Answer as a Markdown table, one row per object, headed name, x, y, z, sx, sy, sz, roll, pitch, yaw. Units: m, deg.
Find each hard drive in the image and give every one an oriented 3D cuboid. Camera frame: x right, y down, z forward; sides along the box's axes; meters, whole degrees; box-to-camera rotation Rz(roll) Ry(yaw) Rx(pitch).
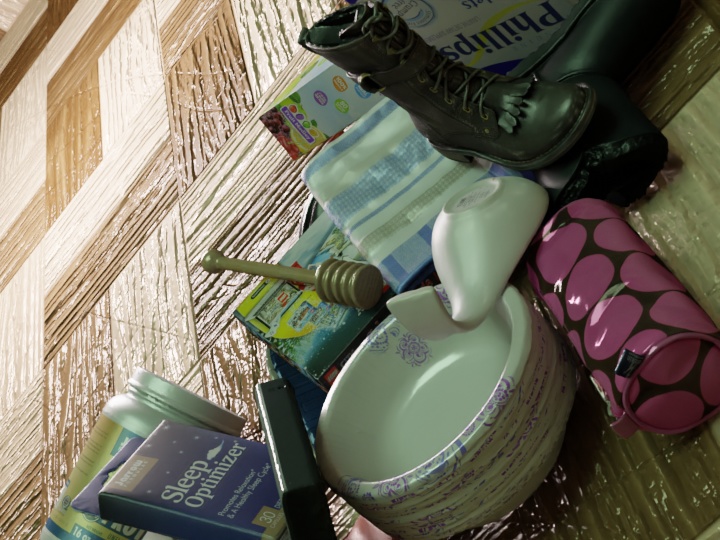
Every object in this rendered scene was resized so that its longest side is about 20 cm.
| name | x | y | z | sx | sy | sz | roll | pitch | yaw |
| --- | --- | --- | --- | --- | --- | --- | --- | --- | --- |
| hard drive | -0.040 | 0.179 | 1.061 | 0.033 | 0.140 | 0.200 | -14 | 18 | -5 |

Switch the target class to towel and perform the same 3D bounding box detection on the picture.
| name | x | y | z | sx | sy | sz | roll | pitch | yaw |
| --- | --- | --- | --- | --- | --- | --- | --- | --- | --- |
| towel | 0.041 | -0.078 | 1.216 | 0.147 | 0.024 | 0.200 | -40 | 43 | 1 |

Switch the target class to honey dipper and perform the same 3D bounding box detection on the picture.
| name | x | y | z | sx | sy | sz | roll | pitch | yaw |
| --- | --- | --- | --- | --- | --- | --- | --- | --- | --- |
| honey dipper | -0.066 | 0.000 | 1.216 | 0.200 | 0.038 | 0.038 | 11 | 72 | 42 |

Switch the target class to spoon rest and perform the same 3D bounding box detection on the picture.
| name | x | y | z | sx | sy | sz | roll | pitch | yaw |
| --- | --- | --- | --- | --- | --- | --- | --- | --- | --- |
| spoon rest | 0.081 | -0.009 | 1.058 | 0.099 | 0.061 | 0.200 | -17 | 22 | 33 |

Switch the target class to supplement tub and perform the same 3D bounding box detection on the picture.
| name | x | y | z | sx | sy | sz | roll | pitch | yaw |
| --- | --- | --- | --- | --- | --- | --- | --- | --- | --- |
| supplement tub | -0.210 | 0.210 | 1.409 | 0.145 | 0.144 | 0.200 | 15 | 78 | 61 |

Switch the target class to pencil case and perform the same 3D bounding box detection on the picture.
| name | x | y | z | sx | sy | sz | roll | pitch | yaw |
| --- | --- | --- | --- | --- | --- | --- | --- | --- | --- |
| pencil case | 0.181 | 0.030 | 1.005 | 0.094 | 0.091 | 0.200 | -48 | 28 | 15 |

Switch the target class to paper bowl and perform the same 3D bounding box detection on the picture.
| name | x | y | z | sx | sy | sz | roll | pitch | yaw |
| --- | --- | --- | --- | --- | --- | --- | --- | --- | --- |
| paper bowl | 0.071 | 0.110 | 1.067 | 0.200 | 0.104 | 0.201 | -33 | 32 | 24 |

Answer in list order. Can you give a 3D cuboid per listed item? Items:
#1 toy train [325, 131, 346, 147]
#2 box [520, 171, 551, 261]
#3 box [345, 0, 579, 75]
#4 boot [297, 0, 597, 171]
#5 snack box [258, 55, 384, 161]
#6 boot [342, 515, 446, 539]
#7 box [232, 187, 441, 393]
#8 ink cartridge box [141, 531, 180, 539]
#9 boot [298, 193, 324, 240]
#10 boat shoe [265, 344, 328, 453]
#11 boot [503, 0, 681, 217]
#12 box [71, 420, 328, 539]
| name | x | y | z | sx | sy | sz | roll | pitch | yaw |
| --- | --- | --- | --- | --- | --- | --- | --- | --- | --- |
| toy train | 0.053 | -0.096 | 1.344 | 0.116 | 0.085 | 0.200 | -42 | 31 | 4 |
| box | 0.128 | -0.092 | 1.259 | 0.121 | 0.032 | 0.200 | -26 | 42 | 46 |
| box | 0.110 | -0.268 | 1.269 | 0.184 | 0.200 | 0.105 | -16 | 52 | 52 |
| boot | 0.061 | -0.147 | 1.093 | 0.200 | 0.174 | 0.069 | -1 | 62 | 50 |
| snack box | 0.011 | -0.216 | 1.465 | 0.200 | 0.068 | 0.169 | -27 | 19 | 43 |
| boot | 0.038 | 0.226 | 1.076 | 0.200 | 0.075 | 0.107 | 3 | 62 | 60 |
| box | 0.000 | 0.000 | 1.225 | 0.200 | 0.038 | 0.137 | -48 | 44 | -8 |
| ink cartridge box | -0.119 | 0.301 | 1.210 | 0.068 | 0.116 | 0.200 | -54 | 30 | 13 |
| boot | 0.008 | 0.012 | 1.291 | 0.200 | 0.065 | 0.165 | -159 | 71 | -65 |
| boat shoe | -0.033 | 0.118 | 1.249 | 0.072 | 0.072 | 0.200 | -18 | 52 | -3 |
| boot | 0.206 | -0.139 | 1.135 | 0.200 | 0.076 | 0.168 | -41 | 41 | 12 |
| box | -0.141 | 0.187 | 1.251 | 0.121 | 0.199 | 0.032 | -51 | -34 | -56 |
